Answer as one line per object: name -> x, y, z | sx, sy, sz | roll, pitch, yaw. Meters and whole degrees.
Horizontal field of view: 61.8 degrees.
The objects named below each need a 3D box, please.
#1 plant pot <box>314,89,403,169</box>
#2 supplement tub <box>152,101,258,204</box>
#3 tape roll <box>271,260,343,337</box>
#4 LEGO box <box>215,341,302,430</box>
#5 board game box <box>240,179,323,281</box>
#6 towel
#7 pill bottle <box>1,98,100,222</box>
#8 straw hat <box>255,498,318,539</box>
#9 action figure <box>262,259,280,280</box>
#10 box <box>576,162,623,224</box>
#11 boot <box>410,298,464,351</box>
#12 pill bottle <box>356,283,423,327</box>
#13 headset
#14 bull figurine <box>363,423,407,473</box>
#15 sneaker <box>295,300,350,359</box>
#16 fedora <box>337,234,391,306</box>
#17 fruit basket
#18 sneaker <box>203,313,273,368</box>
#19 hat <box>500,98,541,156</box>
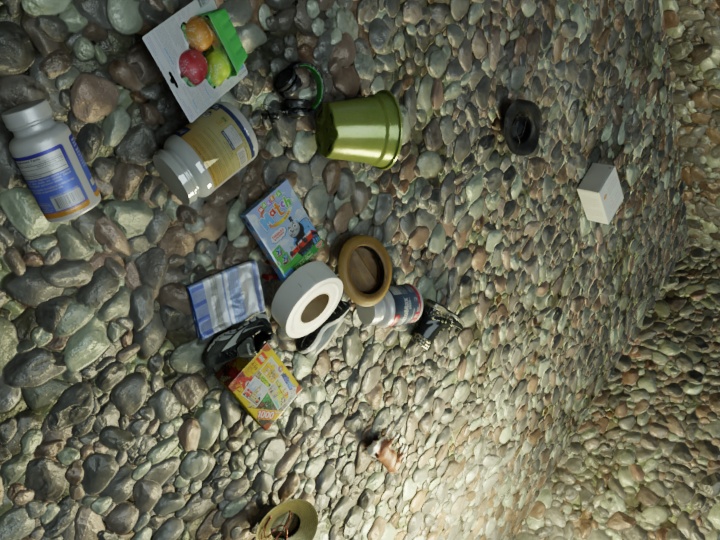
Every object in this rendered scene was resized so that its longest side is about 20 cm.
plant pot -> -0.015, -0.360, 1.548 | 0.179, 0.199, 0.208 | -8, 110, -28
supplement tub -> -0.333, -0.252, 1.299 | 0.200, 0.142, 0.147 | -43, 129, -24
tape roll -> -0.139, 0.077, 1.582 | 0.200, 0.071, 0.205 | -36, 152, -22
LEGO box -> -0.265, 0.295, 1.588 | 0.149, 0.076, 0.203 | -47, 130, -21
board game box -> -0.194, -0.101, 1.525 | 0.151, 0.036, 0.203 | -45, 118, -28
towel -> -0.328, 0.071, 1.494 | 0.196, 0.023, 0.152 | -24, 118, -35
pill bottle -> -0.575, -0.204, 1.114 | 0.111, 0.110, 0.205 | -33, 123, -29
straw hat -> -0.227, 0.738, 1.764 | 0.195, 0.084, 0.209 | -7, 104, -28
action figure -> -0.169, 0.013, 1.609 | 0.196, 0.051, 0.068 | 10, 92, -46
box -> 1.026, -0.328, 2.566 | 0.154, 0.105, 0.201 | -52, 132, -16
boot -> 0.263, 0.203, 2.056 | 0.201, 0.073, 0.157 | 32, 84, -39
pill bottle -> 0.087, 0.109, 1.827 | 0.196, 0.118, 0.124 | -6, 108, -41
headset -> -0.157, -0.418, 1.443 | 0.199, 0.093, 0.126 | -40, 127, -26
bull figurine -> 0.090, 0.602, 2.026 | 0.122, 0.064, 0.202 | -47, 131, -17
sneaker -> -0.101, 0.166, 1.711 | 0.200, 0.073, 0.080 | -46, 139, -14
fedora -> 0.000, 0.000, 1.722 | 0.195, 0.081, 0.209 | 1, 89, -35
fruit basket -> -0.339, -0.446, 1.256 | 0.201, 0.092, 0.188 | -48, 131, -26
sneaker -> -0.299, 0.186, 1.499 | 0.197, 0.090, 0.068 | -33, 127, -18
hat -> 0.537, -0.492, 2.079 | 0.195, 0.080, 0.209 | -8, 103, -34
